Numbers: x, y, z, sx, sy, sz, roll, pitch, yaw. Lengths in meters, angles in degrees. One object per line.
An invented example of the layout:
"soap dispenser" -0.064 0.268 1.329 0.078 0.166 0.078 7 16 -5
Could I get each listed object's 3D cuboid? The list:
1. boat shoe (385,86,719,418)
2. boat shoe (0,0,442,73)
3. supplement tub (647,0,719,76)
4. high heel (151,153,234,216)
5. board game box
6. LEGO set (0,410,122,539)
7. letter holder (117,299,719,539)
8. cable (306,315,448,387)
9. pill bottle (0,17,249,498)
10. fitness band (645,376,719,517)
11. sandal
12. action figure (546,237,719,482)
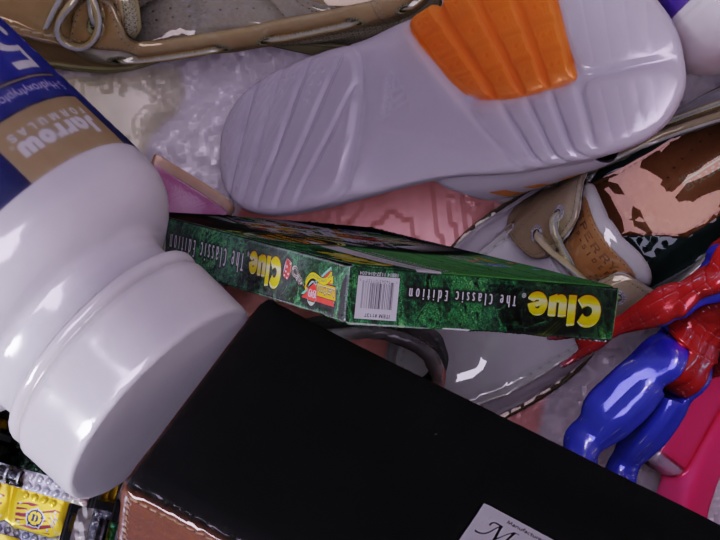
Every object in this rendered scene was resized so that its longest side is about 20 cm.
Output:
"boat shoe" 0.091 -0.010 1.128 0.200 0.068 0.075 -39 86 -1
"boat shoe" -0.068 -0.116 1.150 0.199 0.063 0.074 5 84 3
"supplement tub" 0.129 -0.192 1.108 0.145 0.145 0.201 -33 84 -1
"high heel" -0.154 -0.028 1.144 0.199 0.067 0.096 30 75 -7
"board game box" 0.000 0.000 1.054 0.104 0.200 0.024 7 94 -25
"LEGO set" -0.174 0.101 1.103 0.199 0.116 0.155 24 85 5
"letter holder" 0.021 0.128 1.019 0.199 0.143 0.101 26 50 13
"cable" -0.047 0.038 1.099 0.199 0.050 0.097 29 107 -8
"pill bottle" -0.139 -0.019 1.040 0.200 0.120 0.120 43 87 15
"fitness band" 0.177 0.049 1.085 0.037 0.143 0.201 34 85 -32
"sandal" 0.040 -0.065 1.129 0.206 0.059 0.080 -11 74 32
"action figure" 0.111 0.040 1.087 0.200 0.065 0.052 -49 45 9
